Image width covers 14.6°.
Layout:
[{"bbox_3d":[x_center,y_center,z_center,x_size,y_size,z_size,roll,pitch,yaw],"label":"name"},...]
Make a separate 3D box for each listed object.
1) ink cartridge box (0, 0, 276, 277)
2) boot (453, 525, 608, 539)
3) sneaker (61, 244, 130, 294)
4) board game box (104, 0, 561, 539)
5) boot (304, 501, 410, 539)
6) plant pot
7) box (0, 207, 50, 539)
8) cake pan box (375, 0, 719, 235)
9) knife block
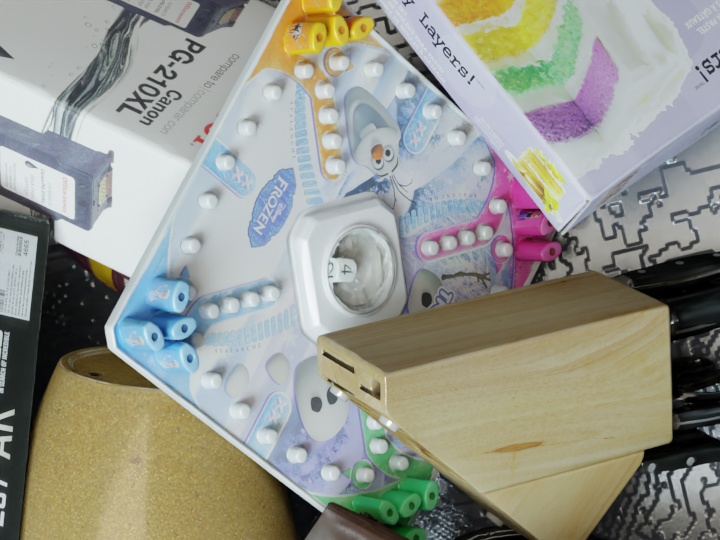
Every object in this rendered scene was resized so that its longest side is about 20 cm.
[{"bbox_3d":[-0.125,-0.087,1.350,0.199,0.145,0.085,26,131,11],"label":"ink cartridge box"},{"bbox_3d":[0.118,0.174,1.304,0.210,0.158,0.080,9,94,12],"label":"boot"},{"bbox_3d":[-0.077,0.001,1.378,0.200,0.090,0.075,30,98,10],"label":"sneaker"},{"bbox_3d":[0.000,0.000,1.290,0.026,0.200,0.200,2,59,50],"label":"board game box"},{"bbox_3d":[0.044,0.212,1.243,0.199,0.064,0.187,14,104,26],"label":"boot"},{"bbox_3d":[-0.100,0.142,1.315,0.186,0.186,0.201,8,100,12],"label":"plant pot"},{"bbox_3d":[-0.210,0.082,1.326,0.160,0.043,0.201,-18,63,54],"label":"box"},{"bbox_3d":[0.114,-0.143,1.306,0.200,0.052,0.184,-34,84,-24],"label":"cake pan box"},{"bbox_3d":[0.100,0.033,1.290,0.200,0.064,0.176,40,82,-33],"label":"knife block"}]
